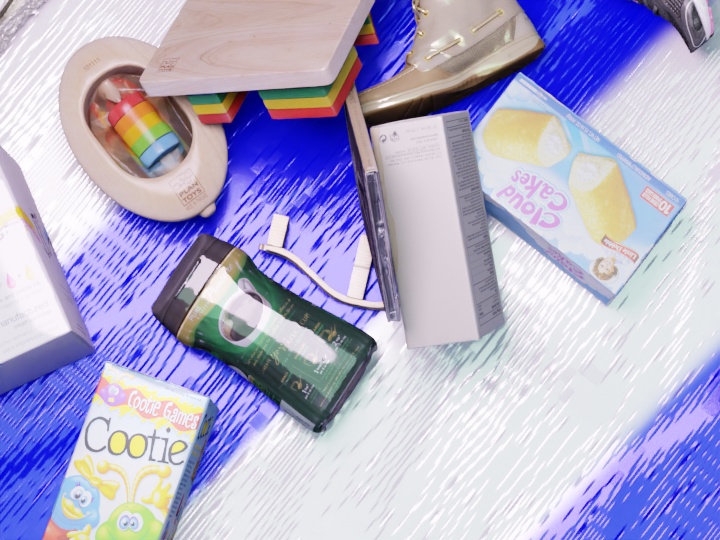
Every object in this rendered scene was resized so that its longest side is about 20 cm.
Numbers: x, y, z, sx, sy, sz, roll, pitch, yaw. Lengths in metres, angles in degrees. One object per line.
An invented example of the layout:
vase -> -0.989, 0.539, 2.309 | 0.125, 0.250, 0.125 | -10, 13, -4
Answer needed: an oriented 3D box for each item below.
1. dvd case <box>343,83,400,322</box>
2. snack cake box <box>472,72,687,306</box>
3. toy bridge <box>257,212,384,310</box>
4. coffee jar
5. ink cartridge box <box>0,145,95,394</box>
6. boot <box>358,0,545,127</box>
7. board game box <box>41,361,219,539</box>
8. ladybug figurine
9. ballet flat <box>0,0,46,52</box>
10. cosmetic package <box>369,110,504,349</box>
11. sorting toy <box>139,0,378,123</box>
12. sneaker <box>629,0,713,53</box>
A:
dvd case -> 0.009, -0.067, 1.658 | 0.016, 0.200, 0.150 | -11, 120, -2
snack cake box -> 0.191, -0.076, 1.751 | 0.199, 0.067, 0.115 | 38, 82, 6
toy bridge -> 0.000, 0.000, 1.759 | 0.198, 0.027, 0.068 | 13, 82, 1
coffee jar -> -0.090, 0.055, 1.721 | 0.199, 0.085, 0.105 | 34, 86, 4
ink cartridge box -> -0.354, 0.004, 1.699 | 0.146, 0.145, 0.201 | -25, 81, -3
boot -> 0.058, -0.235, 1.770 | 0.199, 0.073, 0.156 | -25, 83, -10
board game box -> -0.212, 0.198, 1.689 | 0.102, 0.105, 0.202 | 19, 81, 3
ladybug figurine -> -0.202, -0.127, 1.757 | 0.135, 0.072, 0.201 | -35, 82, -6
ballet flat -> -0.324, -0.284, 1.786 | 0.071, 0.072, 0.201 | 31, 81, 5
cosmetic package -> 0.071, -0.039, 1.681 | 0.072, 0.103, 0.202 | -7, 94, 19
sorting toy -> -0.071, -0.219, 1.715 | 0.198, 0.070, 0.200 | -1, 46, 30
sneaker -> 0.265, -0.287, 1.790 | 0.086, 0.080, 0.201 | -32, 74, 7
